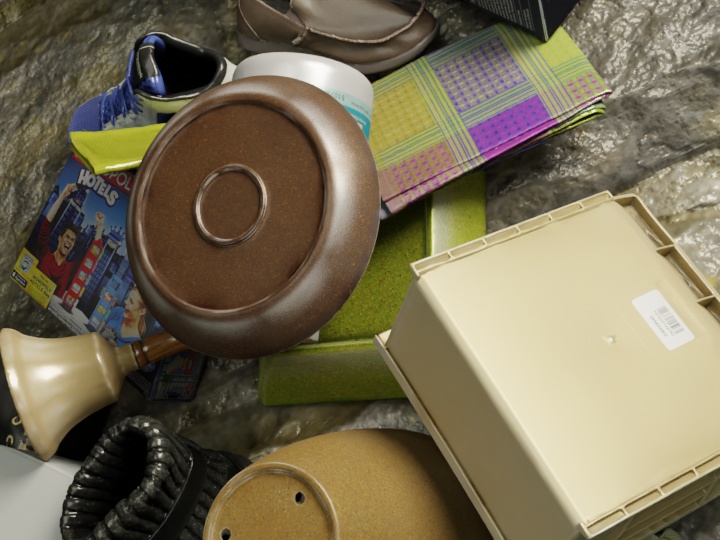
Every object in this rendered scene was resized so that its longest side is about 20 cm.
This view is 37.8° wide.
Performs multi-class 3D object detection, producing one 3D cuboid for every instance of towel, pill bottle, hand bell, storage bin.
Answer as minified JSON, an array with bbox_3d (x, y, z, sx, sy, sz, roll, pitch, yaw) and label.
[{"bbox_3d":[-0.130,-0.110,0.857,0.086,0.198,0.018,35,132,55],"label":"towel"},{"bbox_3d":[-0.054,-0.050,0.783,0.110,0.111,0.202,3,80,24],"label":"pill bottle"},{"bbox_3d":[-0.163,0.062,0.811,0.198,0.104,0.105,-19,65,-10],"label":"hand bell"},{"bbox_3d":[0.147,0.068,0.685,0.197,0.094,0.201,-19,61,-25],"label":"storage bin"},{"bbox_3d":[0.080,-0.127,0.822,0.199,0.023,0.144,-27,47,4],"label":"towel"}]

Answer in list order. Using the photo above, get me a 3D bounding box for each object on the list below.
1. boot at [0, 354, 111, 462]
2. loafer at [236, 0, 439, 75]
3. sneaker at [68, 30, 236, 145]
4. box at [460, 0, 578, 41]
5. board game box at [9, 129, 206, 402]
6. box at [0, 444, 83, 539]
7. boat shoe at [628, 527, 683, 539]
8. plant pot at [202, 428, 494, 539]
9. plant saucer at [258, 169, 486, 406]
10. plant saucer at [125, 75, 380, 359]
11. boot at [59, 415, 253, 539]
[{"bbox_3d":[-0.319,0.155,0.914,0.150,0.073,0.201,21,80,26],"label":"boot"},{"bbox_3d":[-0.029,-0.217,0.892,0.198,0.071,0.073,10,50,26],"label":"loafer"},{"bbox_3d":[-0.185,-0.160,0.930,0.197,0.115,0.081,-9,70,21],"label":"sneaker"},{"bbox_3d":[0.123,-0.317,0.833,0.181,0.104,0.201,31,77,29],"label":"box"},{"bbox_3d":[-0.180,-0.027,0.898,0.199,0.062,0.201,35,99,27],"label":"board game box"},{"bbox_3d":[-0.248,0.254,0.823,0.097,0.124,0.202,15,80,26],"label":"box"},{"bbox_3d":[0.178,0.191,0.696,0.075,0.072,0.202,-15,69,2],"label":"boat shoe"},{"bbox_3d":[-0.018,0.188,0.704,0.185,0.200,0.188,-7,73,22],"label":"plant pot"},{"bbox_3d":[0.000,0.000,0.838,0.198,0.048,0.202,-6,72,21],"label":"plant saucer"},{"bbox_3d":[-0.083,-0.042,0.717,0.198,0.032,0.202,-5,77,21],"label":"plant saucer"},{"bbox_3d":[-0.159,0.219,0.777,0.079,0.158,0.213,9,78,25],"label":"boot"}]
